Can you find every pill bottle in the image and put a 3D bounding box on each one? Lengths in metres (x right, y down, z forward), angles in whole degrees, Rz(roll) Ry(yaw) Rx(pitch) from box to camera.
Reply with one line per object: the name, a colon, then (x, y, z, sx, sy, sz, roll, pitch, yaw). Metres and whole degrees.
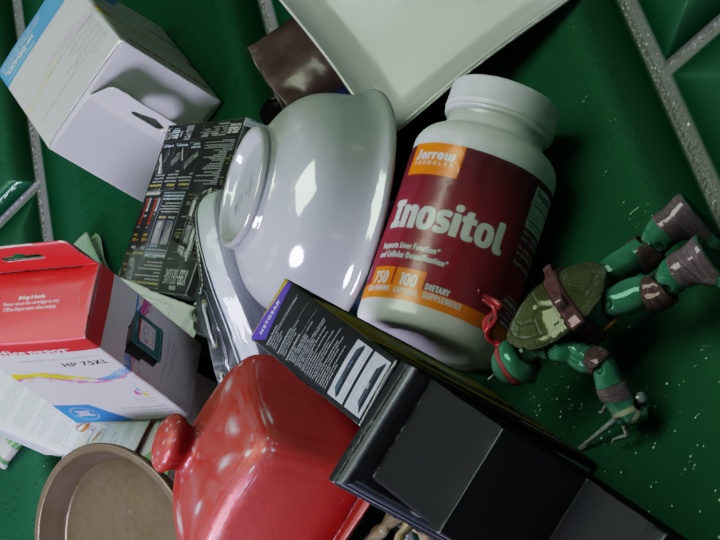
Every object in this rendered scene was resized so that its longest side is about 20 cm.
pill bottle: (0.078, -0.037, 1.601, 0.113, 0.113, 0.201, 0, 67, 50)

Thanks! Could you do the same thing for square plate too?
square plate: (0.050, -0.229, 1.757, 0.198, 0.028, 0.200, -37, 60, 3)

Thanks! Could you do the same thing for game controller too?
game controller: (-0.005, -0.133, 1.812, 0.104, 0.042, 0.200, -47, 36, -8)

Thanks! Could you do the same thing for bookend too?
bookend: (0.119, 0.167, 1.345, 0.092, 0.198, 0.200, -58, 37, 0)

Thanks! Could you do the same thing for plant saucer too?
plant saucer: (-0.187, 0.235, 1.738, 0.199, 0.029, 0.202, 10, 105, 41)

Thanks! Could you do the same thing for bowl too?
bowl: (-0.051, -0.054, 1.667, 0.201, 0.090, 0.203, -165, 90, -72)

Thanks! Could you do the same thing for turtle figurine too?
turtle figurine: (0.159, 0.037, 1.476, 0.200, 0.101, 0.150, -39, 41, 19)

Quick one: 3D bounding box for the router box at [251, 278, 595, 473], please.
router box: (0.042, 0.090, 1.487, 0.052, 0.199, 0.157, -60, 37, 2)

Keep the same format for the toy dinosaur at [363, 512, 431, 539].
toy dinosaur: (0.040, 0.178, 1.563, 0.102, 0.058, 0.200, -63, 15, -10)

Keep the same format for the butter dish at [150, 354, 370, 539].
butter dish: (-0.086, 0.149, 1.608, 0.200, 0.147, 0.200, -58, 22, 22)

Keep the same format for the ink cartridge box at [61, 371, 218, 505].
ink cartridge box: (-0.193, 0.159, 1.833, 0.199, 0.067, 0.118, -12, 57, 46)

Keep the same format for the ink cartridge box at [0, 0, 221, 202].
ink cartridge box: (-0.236, -0.169, 2.053, 0.126, 0.128, 0.200, -53, 36, 11)

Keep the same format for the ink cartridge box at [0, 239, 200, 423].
ink cartridge box: (-0.226, 0.051, 1.705, 0.115, 0.200, 0.068, -5, 62, 28)

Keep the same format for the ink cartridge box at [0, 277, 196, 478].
ink cartridge box: (-0.226, 0.086, 1.848, 0.199, 0.047, 0.161, 17, 75, 38)

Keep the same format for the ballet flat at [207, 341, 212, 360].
ballet flat: (-0.079, -0.012, 1.829, 0.201, 0.046, 0.067, -58, 36, 4)

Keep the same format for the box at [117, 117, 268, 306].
box: (-0.138, -0.048, 1.875, 0.200, 0.050, 0.159, 2, 73, 66)

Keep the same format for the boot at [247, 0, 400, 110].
boot: (-0.025, -0.230, 1.844, 0.166, 0.073, 0.201, -27, 49, 0)

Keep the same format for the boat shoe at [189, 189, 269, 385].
boat shoe: (-0.105, 0.038, 1.744, 0.071, 0.072, 0.201, -19, 83, 32)

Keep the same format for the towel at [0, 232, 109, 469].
towel: (-0.298, 0.074, 2.056, 0.200, 0.023, 0.153, -47, 39, 16)

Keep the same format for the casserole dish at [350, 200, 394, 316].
casserole dish: (0.000, 0.000, 1.732, 0.200, 0.039, 0.122, 33, 95, 55)
